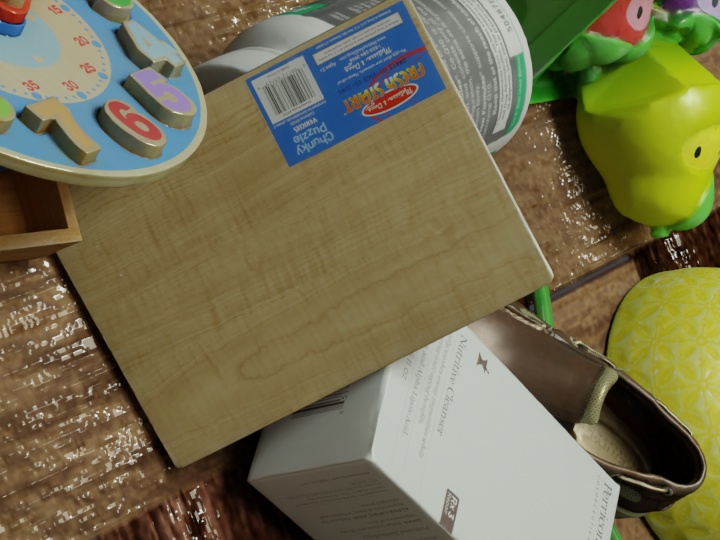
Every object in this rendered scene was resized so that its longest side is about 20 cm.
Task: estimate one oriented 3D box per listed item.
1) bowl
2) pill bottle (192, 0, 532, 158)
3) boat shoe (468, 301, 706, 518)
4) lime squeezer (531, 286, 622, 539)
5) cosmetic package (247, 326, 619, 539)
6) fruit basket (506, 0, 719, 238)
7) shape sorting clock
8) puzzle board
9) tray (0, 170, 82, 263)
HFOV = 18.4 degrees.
[{"bbox_3d":[0.252,0.084,1.365,0.200,0.108,0.201,22,59,-43],"label":"bowl"},{"bbox_3d":[-0.006,-0.083,1.130,0.200,0.113,0.113,-29,97,-51],"label":"pill bottle"},{"bbox_3d":[0.107,0.061,1.186,0.202,0.075,0.075,34,65,-25],"label":"boat shoe"},{"bbox_3d":[0.121,0.104,1.271,0.071,0.038,0.200,-11,80,-82],"label":"lime squeezer"},{"bbox_3d":[0.042,0.107,1.118,0.200,0.081,0.113,42,48,-36],"label":"cosmetic package"},{"bbox_3d":[0.180,-0.133,1.357,0.215,0.155,0.216,27,41,-26],"label":"fruit basket"},{"bbox_3d":[-0.155,-0.106,0.956,0.200,0.039,0.200,22,28,-13],"label":"shape sorting clock"},{"bbox_3d":[-0.033,-0.017,1.027,0.151,0.200,0.017,62,7,-9],"label":"puzzle board"},{"bbox_3d":[-0.213,-0.046,0.936,0.200,0.037,0.099,-9,82,-50],"label":"tray"}]
